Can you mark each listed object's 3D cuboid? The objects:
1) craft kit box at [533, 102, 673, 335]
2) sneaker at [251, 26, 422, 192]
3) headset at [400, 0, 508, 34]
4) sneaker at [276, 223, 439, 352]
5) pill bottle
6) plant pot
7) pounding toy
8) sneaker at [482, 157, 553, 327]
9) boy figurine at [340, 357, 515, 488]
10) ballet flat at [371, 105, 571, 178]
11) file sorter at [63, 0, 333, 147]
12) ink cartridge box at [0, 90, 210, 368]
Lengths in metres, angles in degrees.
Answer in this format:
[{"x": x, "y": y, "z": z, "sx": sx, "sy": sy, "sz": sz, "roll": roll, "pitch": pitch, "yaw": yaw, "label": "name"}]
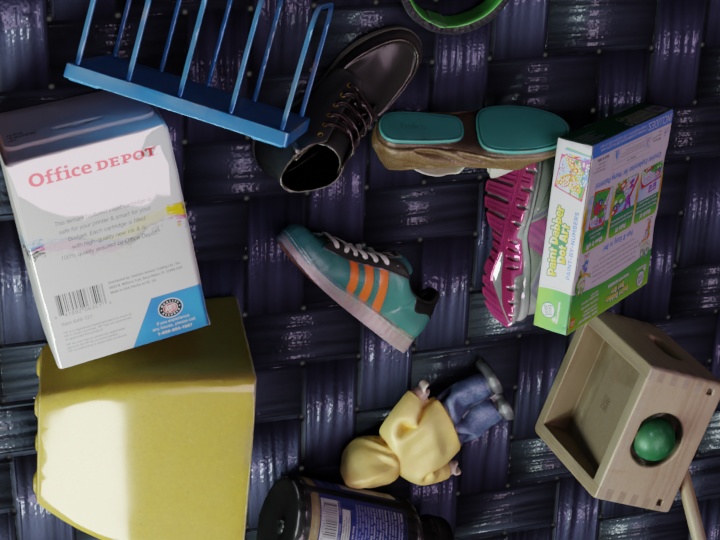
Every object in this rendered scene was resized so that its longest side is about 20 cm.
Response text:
[{"x": 0.251, "y": -0.057, "z": 1.548, "sx": 0.199, "sy": 0.048, "sz": 0.200, "roll": -24, "pitch": 122, "yaw": -53, "label": "craft kit box"}, {"x": -0.007, "y": -0.147, "z": 1.440, "sx": 0.200, "sy": 0.106, "sz": 0.075, "roll": -41, "pitch": 119, "yaw": 0, "label": "sneaker"}, {"x": 0.110, "y": -0.312, "z": 1.422, "sx": 0.122, "sy": 0.094, "sz": 0.202, "roll": 12, "pitch": 119, "yaw": -24, "label": "headset"}, {"x": 0.000, "y": 0.000, "z": 1.531, "sx": 0.200, "sy": 0.071, "sz": 0.080, "roll": 39, "pitch": 91, "yaw": -34, "label": "sneaker"}, {"x": -0.003, "y": 0.291, "z": 1.624, "sx": 0.198, "sy": 0.112, "sz": 0.113, "roll": 15, "pitch": 106, "yaw": -24, "label": "pill bottle"}, {"x": -0.212, "y": 0.147, "z": 1.449, "sx": 0.197, "sy": 0.195, "sz": 0.198, "roll": 2, "pitch": 112, "yaw": -12, "label": "plant pot"}, {"x": 0.309, "y": 0.176, "z": 1.639, "sx": 0.141, "sy": 0.200, "sz": 0.186, "roll": 14, "pitch": 107, "yaw": -25, "label": "pounding toy"}, {"x": 0.183, "y": -0.044, "z": 1.576, "sx": 0.087, "sy": 0.081, "sz": 0.202, "roll": -8, "pitch": 118, "yaw": -24, "label": "sneaker"}, {"x": 0.070, "y": 0.181, "z": 1.633, "sx": 0.199, "sy": 0.064, "sz": 0.125, "roll": -31, "pitch": 119, "yaw": -4, "label": "boy figurine"}, {"x": 0.109, "y": -0.122, "z": 1.506, "sx": 0.197, "sy": 0.068, "sz": 0.073, "roll": -2, "pitch": 147, "yaw": -3, "label": "ballet flat"}, {"x": -0.133, "y": -0.201, "z": 1.317, "sx": 0.198, "sy": 0.139, "sz": 0.124, "roll": 17, "pitch": 101, "yaw": 2, "label": "file sorter"}, {"x": -0.239, "y": -0.046, "z": 1.376, "sx": 0.146, "sy": 0.145, "sz": 0.202, "roll": -15, "pitch": 116, "yaw": -14, "label": "ink cartridge box"}]
